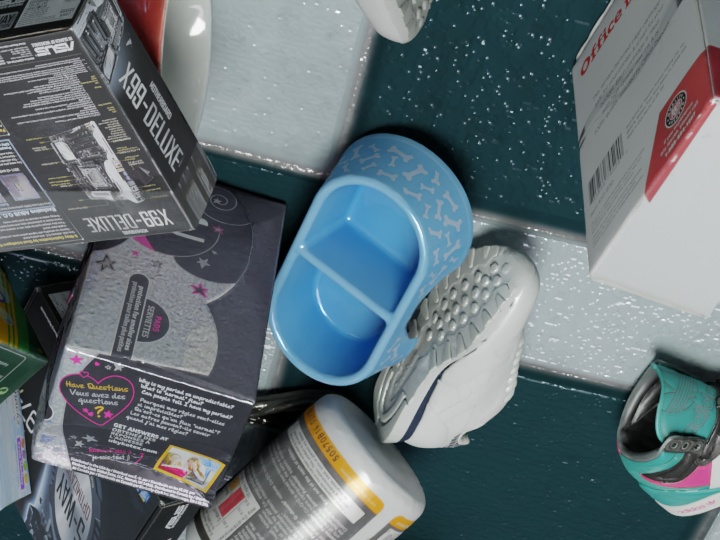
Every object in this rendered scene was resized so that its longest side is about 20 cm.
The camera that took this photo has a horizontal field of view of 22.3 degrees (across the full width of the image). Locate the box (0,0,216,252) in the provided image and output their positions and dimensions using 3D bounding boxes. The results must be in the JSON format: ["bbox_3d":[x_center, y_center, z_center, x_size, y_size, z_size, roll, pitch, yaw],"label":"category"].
[{"bbox_3d":[-0.205,-0.084,1.072,0.198,0.050,0.158,-6,135,26],"label":"box"}]

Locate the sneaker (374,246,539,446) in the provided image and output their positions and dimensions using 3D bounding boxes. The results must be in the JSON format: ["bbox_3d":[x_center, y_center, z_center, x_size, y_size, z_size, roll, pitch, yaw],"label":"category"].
[{"bbox_3d":[0.083,0.057,1.311,0.080,0.077,0.200,15,137,-20],"label":"sneaker"}]

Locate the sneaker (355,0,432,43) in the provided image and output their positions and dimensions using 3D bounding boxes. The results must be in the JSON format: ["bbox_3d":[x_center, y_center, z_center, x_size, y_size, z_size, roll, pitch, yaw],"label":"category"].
[{"bbox_3d":[-0.013,-0.224,1.088,0.080,0.077,0.201,-5,127,26],"label":"sneaker"}]

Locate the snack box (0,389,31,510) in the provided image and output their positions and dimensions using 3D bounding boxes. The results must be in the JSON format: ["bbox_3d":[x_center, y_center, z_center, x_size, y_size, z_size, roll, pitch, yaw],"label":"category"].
[{"bbox_3d":[-0.353,0.096,1.345,0.198,0.068,0.170,-4,95,13],"label":"snack box"}]

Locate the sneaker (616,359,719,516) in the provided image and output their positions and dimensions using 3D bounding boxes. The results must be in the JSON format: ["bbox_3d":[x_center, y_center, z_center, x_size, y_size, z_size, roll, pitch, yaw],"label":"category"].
[{"bbox_3d":[0.265,0.102,1.326,0.199,0.084,0.120,-33,130,31],"label":"sneaker"}]

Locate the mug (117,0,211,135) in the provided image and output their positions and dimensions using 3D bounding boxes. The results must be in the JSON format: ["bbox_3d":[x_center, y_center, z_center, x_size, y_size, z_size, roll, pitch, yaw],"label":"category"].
[{"bbox_3d":[-0.205,-0.123,1.133,0.198,0.179,0.133,6,175,7],"label":"mug"}]

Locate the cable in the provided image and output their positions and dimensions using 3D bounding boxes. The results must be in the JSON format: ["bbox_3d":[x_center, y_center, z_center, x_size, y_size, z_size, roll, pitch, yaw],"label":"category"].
[{"bbox_3d":[-0.105,0.110,1.391,0.198,0.051,0.098,21,124,-10],"label":"cable"}]

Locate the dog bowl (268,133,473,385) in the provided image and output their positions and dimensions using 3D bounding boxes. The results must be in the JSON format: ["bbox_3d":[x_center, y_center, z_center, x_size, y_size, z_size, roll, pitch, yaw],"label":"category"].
[{"bbox_3d":[0.000,0.000,1.256,0.111,0.050,0.201,37,131,11],"label":"dog bowl"}]

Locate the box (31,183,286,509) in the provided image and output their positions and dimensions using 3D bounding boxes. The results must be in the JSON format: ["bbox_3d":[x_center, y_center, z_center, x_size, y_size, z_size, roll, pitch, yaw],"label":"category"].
[{"bbox_3d":[-0.134,0.036,1.233,0.131,0.201,0.115,17,130,-9],"label":"box"}]

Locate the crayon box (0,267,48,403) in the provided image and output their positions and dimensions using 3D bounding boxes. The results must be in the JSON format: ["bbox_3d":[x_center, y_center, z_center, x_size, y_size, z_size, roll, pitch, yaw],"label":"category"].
[{"bbox_3d":[-0.297,-0.016,1.205,0.051,0.201,0.126,-39,151,10],"label":"crayon box"}]

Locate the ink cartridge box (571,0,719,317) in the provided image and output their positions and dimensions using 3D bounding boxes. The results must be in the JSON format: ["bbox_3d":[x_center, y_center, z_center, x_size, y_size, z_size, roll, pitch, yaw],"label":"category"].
[{"bbox_3d":[0.196,-0.098,1.078,0.082,0.201,0.147,18,131,-14],"label":"ink cartridge box"}]

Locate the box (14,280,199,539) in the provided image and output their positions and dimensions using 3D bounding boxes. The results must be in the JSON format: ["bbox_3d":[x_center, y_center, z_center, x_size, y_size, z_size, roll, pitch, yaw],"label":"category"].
[{"bbox_3d":[-0.205,0.134,1.343,0.043,0.201,0.161,-10,147,-42],"label":"box"}]

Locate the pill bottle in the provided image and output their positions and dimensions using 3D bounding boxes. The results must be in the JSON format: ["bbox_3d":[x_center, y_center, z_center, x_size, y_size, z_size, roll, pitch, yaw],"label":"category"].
[{"bbox_3d":[-0.058,0.196,1.354,0.200,0.117,0.116,-41,119,7],"label":"pill bottle"}]
